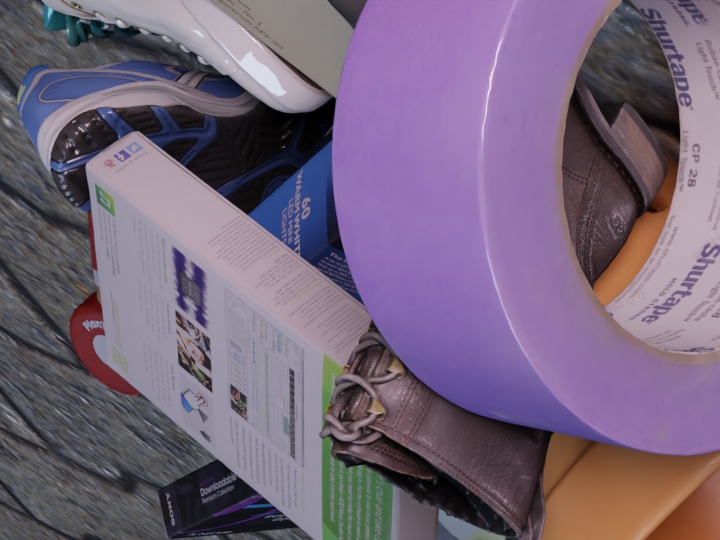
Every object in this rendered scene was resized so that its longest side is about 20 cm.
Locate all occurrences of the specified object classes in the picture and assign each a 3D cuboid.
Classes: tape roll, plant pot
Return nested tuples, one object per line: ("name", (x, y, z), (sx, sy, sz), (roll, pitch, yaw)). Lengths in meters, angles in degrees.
("tape roll", (0.093, -0.041, 0.795), (0.085, 0.200, 0.200), (9, 146, 54))
("plant pot", (0.121, 0.042, 0.975), (0.140, 0.199, 0.200), (49, 164, 19))

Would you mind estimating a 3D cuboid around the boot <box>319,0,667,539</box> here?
("boot", (0.029, -0.010, 0.834), (0.200, 0.175, 0.069), (39, 156, -29))

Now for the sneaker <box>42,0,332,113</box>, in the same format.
("sneaker", (-0.092, -0.132, 1.046), (0.200, 0.073, 0.085), (47, 122, 13))

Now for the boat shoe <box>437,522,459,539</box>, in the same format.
("boat shoe", (0.080, 0.126, 1.253), (0.066, 0.198, 0.070), (57, -166, -70))

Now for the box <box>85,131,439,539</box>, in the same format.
("box", (-0.044, 0.044, 1.033), (0.200, 0.036, 0.145), (39, 148, 27))

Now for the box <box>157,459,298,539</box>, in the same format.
("box", (-0.010, 0.116, 1.337), (0.142, 0.036, 0.200), (-1, 163, -35))

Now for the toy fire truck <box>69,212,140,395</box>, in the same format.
("toy fire truck", (-0.086, -0.002, 1.343), (0.199, 0.112, 0.169), (26, 138, 27))

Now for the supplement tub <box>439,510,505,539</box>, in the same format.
("supplement tub", (0.125, 0.102, 1.130), (0.199, 0.145, 0.145), (38, 160, -2))

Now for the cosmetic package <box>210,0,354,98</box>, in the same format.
("cosmetic package", (-0.004, -0.153, 0.905), (0.103, 0.073, 0.200), (37, 161, 2))

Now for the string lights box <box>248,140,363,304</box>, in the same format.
("string lights box", (0.000, 0.000, 1.099), (0.102, 0.059, 0.200), (18, 146, -27))

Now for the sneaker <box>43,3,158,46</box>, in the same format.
("sneaker", (-0.116, -0.138, 1.114), (0.199, 0.080, 0.078), (28, 158, 24))

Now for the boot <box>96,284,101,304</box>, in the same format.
("boot", (-0.031, 0.025, 1.251), (0.200, 0.071, 0.144), (-15, 134, 28))

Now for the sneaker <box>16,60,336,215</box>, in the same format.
("sneaker", (-0.078, -0.072, 1.119), (0.199, 0.076, 0.077), (5, -152, -43))
